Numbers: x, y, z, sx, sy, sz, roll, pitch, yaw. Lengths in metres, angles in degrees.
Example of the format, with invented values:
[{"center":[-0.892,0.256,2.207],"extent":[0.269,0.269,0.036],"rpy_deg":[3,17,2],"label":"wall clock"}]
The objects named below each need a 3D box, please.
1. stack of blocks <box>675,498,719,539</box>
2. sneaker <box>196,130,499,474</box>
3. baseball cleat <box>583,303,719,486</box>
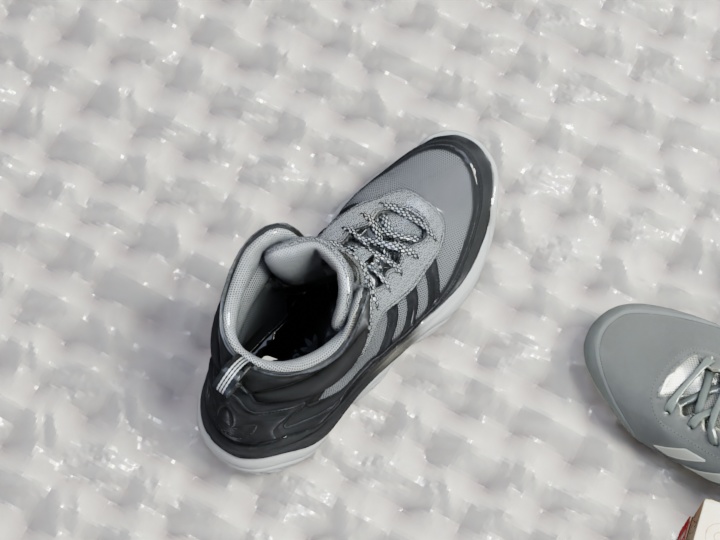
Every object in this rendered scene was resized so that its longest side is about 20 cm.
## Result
[{"center":[0.223,0.170,0.832],"extent":[0.198,0.115,0.059],"rpy_deg":[18,69,6],"label":"stack of blocks"},{"center":[0.000,0.000,0.895],"extent":[0.075,0.114,0.200],"rpy_deg":[36,72,12],"label":"sneaker"},{"center":[0.186,0.072,0.875],"extent":[0.199,0.107,0.070],"rpy_deg":[37,77,15],"label":"baseball cleat"}]
